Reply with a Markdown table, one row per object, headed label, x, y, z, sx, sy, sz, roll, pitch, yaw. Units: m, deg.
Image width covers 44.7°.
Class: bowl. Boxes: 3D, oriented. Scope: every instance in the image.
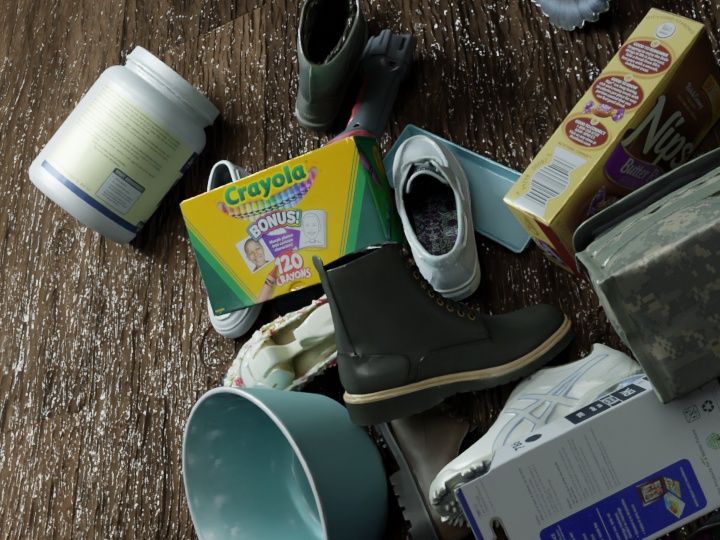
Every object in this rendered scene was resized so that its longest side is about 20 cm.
| label | x | y | z | sx | sy | sz | roll | pitch | yaw |
| --- | --- | --- | --- | --- | --- | --- | --- | --- | --- |
| bowl | -0.053 | 0.182 | 0.730 | 0.201 | 0.105 | 0.201 | 15 | 110 | 45 |

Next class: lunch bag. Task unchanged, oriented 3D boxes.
| label | x | y | z | sx | sy | sz | roll | pitch | yaw |
| --- | --- | --- | --- | --- | --- | --- | --- | --- | --- |
| lunch bag | 0.246 | -0.014 | 0.630 | 0.164 | 0.200 | 0.118 | -29 | 97 | 11 |

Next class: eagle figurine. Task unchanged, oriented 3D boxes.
| label | x | y | z | sx | sy | sz | roll | pitch | yaw |
| --- | --- | --- | --- | --- | --- | --- | --- | --- | --- |
| eagle figurine | 0.202 | -0.346 | 0.880 | 0.200 | 0.151 | 0.152 | 36 | 132 | 10 |

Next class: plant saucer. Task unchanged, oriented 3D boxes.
| label | x | y | z | sx | sy | sz | roll | pitch | yaw |
| --- | --- | --- | --- | --- | --- | --- | --- | --- | --- |
| plant saucer | 0.100 | -0.081 | 0.855 | 0.200 | 0.019 | 0.070 | 32 | 85 | 38 |

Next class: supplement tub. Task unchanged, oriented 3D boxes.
| label | x | y | z | sx | sy | sz | roll | pitch | yaw |
| --- | --- | --- | --- | --- | --- | --- | --- | --- | --- |
| supplement tub | -0.277 | -0.149 | 1.041 | 0.145 | 0.145 | 0.200 | 37 | 88 | 39 |

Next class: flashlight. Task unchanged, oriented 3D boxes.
| label | x | y | z | sx | sy | sz | roll | pitch | yaw |
| --- | --- | --- | --- | --- | --- | --- | --- | --- | --- |
| flashlight | 0.001 | -0.160 | 0.921 | 0.068 | 0.068 | 0.200 | 16 | 63 | 2 |

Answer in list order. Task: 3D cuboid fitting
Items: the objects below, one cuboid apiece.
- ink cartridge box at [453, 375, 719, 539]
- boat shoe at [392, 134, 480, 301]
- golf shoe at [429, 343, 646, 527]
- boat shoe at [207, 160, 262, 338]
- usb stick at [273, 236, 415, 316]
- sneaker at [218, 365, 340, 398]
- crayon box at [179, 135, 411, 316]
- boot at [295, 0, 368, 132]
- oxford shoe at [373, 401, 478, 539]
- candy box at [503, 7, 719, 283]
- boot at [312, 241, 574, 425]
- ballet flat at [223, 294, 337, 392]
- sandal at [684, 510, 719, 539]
| label | x | y | z | sx | sy | sz | roll | pitch | yaw |
| --- | --- | --- | --- | --- | --- | --- | --- | --- | --- |
| ink cartridge box | 0.169 | 0.147 | 0.614 | 0.200 | 0.039 | 0.100 | -24 | 95 | -5 |
| boat shoe | 0.067 | -0.067 | 0.797 | 0.070 | 0.072 | 0.201 | -14 | 49 | 6 |
| golf shoe | 0.137 | 0.126 | 0.684 | 0.200 | 0.078 | 0.097 | -25 | 35 | -6 |
| boat shoe | -0.142 | -0.028 | 0.944 | 0.072 | 0.069 | 0.200 | -9 | 62 | 28 |
| usb stick | 0.000 | 0.000 | 0.865 | 0.200 | 0.033 | 0.056 | -17 | 58 | 23 |
| sneaker | -0.038 | 0.088 | 0.832 | 0.200 | 0.073 | 0.082 | -39 | 69 | 15 |
| crayon box | -0.064 | -0.040 | 0.838 | 0.200 | 0.058 | 0.119 | -18 | 89 | 23 |
| boot | -0.030 | -0.250 | 0.908 | 0.072 | 0.200 | 0.182 | 8 | 76 | 3 |
| oxford shoe | 0.055 | 0.136 | 0.748 | 0.084 | 0.073 | 0.200 | -23 | 57 | 1 |
| candy box | 0.217 | -0.100 | 0.729 | 0.056 | 0.117 | 0.200 | 35 | 88 | 39 |
| boot | 0.069 | 0.026 | 0.701 | 0.200 | 0.139 | 0.077 | -19 | 10 | -19 |
| ballet flat | -0.054 | 0.063 | 0.768 | 0.200 | 0.064 | 0.076 | -38 | 75 | 14 |
| sandal | 0.240 | 0.208 | 0.599 | 0.200 | 0.048 | 0.075 | -35 | 54 | 10 |
